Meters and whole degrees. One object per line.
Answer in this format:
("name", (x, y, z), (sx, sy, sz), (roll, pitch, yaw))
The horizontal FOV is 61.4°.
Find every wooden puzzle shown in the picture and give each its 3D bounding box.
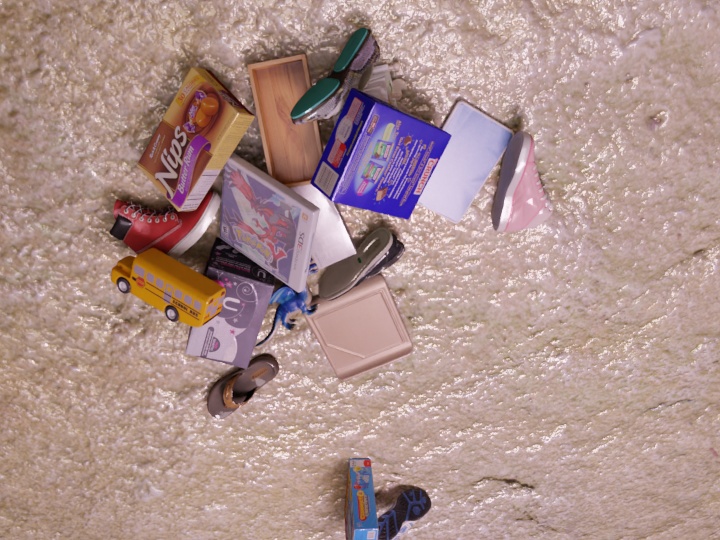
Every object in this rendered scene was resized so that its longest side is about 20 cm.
("wooden puzzle", (-0.003, 0.119, 1.269), (0.181, 0.037, 0.203), (-22, 115, 7))

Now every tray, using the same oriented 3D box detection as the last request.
("tray", (-0.119, -0.244, 1.012), (0.096, 0.037, 0.206), (-9, 103, 4))

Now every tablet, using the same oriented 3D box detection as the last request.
("tablet", (0.180, -0.195, 1.118), (0.128, 0.014, 0.203), (23, 114, -18))

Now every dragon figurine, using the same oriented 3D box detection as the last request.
("dragon figurine", (-0.147, 0.060, 1.194), (0.198, 0.059, 0.100), (-36, 99, 12))

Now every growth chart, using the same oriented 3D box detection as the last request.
("growth chart", (0.014, -0.255, 1.063), (0.140, 0.018, 0.205), (-5, 120, -4))

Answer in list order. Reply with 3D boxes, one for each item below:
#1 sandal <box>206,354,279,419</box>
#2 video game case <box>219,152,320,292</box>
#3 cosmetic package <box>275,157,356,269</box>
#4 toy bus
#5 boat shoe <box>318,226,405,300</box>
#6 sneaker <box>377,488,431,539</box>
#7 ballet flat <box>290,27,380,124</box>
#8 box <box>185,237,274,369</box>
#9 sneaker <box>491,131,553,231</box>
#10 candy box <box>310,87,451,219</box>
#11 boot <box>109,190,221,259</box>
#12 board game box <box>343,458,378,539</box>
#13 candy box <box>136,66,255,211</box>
("sandal", (-0.255, 0.259, 1.306), (0.198, 0.055, 0.082), (-34, 118, 13))
("video game case", (-0.165, -0.080, 1.056), (0.198, 0.023, 0.185), (33, 134, 18))
("cosmetic package", (-0.082, -0.109, 1.116), (0.081, 0.051, 0.203), (-22, 119, 4))
("toy bus", (-0.338, 0.026, 1.062), (0.196, 0.065, 0.080), (28, 117, 11))
("boat shoe", (0.000, 0.000, 1.180), (0.199, 0.073, 0.067), (-38, 143, 21))
("sneaker", (0.095, 0.613, 1.509), (0.197, 0.076, 0.078), (-19, 149, -35))
("ballet flat", (-0.030, -0.294, 0.972), (0.072, 0.072, 0.202), (42, 78, -26))
("box", (-0.249, 0.065, 1.161), (0.129, 0.116, 0.204), (15, 117, -15))
("sneaker", (0.311, -0.159, 1.113), (0.101, 0.076, 0.204), (2, 130, -4))
("candy box", (0.037, -0.187, 1.016), (0.197, 0.077, 0.172), (8, 116, -45))
("boot", (-0.355, -0.100, 1.083), (0.199, 0.073, 0.144), (-39, 115, 19))
("board game box", (-0.002, 0.597, 1.445), (0.054, 0.197, 0.205), (2, 120, -6))
("candy box", (-0.276, -0.214, 1.005), (0.117, 0.056, 0.201), (44, 110, 10))
